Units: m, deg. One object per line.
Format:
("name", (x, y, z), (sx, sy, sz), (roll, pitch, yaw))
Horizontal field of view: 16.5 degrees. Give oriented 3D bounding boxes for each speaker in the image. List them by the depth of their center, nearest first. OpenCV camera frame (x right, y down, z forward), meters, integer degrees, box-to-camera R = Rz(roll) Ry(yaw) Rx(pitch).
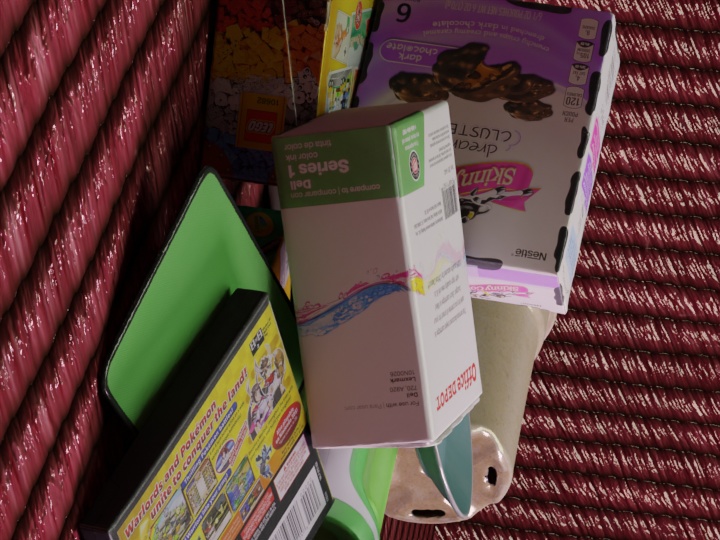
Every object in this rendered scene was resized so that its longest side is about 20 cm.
("speaker", (-0.017, 0.134, 1.698), (0.200, 0.088, 0.089), (-75, 169, -58))

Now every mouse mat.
("mouse mat", (-0.087, 0.056, 1.488), (0.162, 0.007, 0.200), (-65, 149, -29))

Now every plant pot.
("plant pot", (0.058, 0.092, 1.983), (0.201, 0.199, 0.184), (88, 4, -49))

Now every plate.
("plate", (0.051, 0.080, 1.792), (0.200, 0.025, 0.202), (-9, 90, -80))

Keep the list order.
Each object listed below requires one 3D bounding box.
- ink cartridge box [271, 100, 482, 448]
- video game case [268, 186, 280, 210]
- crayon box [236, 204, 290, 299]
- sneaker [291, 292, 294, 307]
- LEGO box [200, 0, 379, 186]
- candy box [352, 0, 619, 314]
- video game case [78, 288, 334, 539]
("ink cartridge box", (0.013, 0.001, 1.580), (0.145, 0.083, 0.201), (-33, 116, -72))
("video game case", (-0.043, 0.053, 1.973), (0.182, 0.024, 0.201), (82, -1, -67))
("crayon box", (-0.085, 0.072, 1.675), (0.119, 0.058, 0.201), (-73, 167, -60))
("sneaker", (0.000, 0.000, 1.810), (0.200, 0.070, 0.082), (-52, 153, 22))
("LEGO box", (-0.040, -0.140, 1.711), (0.200, 0.077, 0.150), (-22, 120, -76))
("candy box", (0.078, -0.085, 1.709), (0.072, 0.167, 0.201), (69, 32, -66))
("video game case", (-0.086, 0.143, 1.477), (0.200, 0.025, 0.181), (-57, 144, -39))
